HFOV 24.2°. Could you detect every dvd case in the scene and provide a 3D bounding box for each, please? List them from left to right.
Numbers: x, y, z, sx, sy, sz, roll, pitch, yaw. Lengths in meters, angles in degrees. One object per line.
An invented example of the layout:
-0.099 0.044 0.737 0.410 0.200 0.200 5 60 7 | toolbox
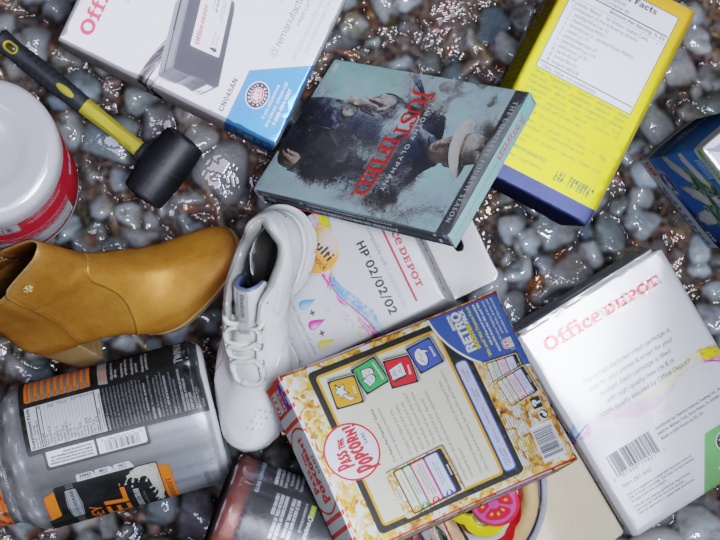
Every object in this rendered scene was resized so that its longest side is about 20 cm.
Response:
0.026 -0.099 1.362 0.200 0.022 0.146 16 65 35 | dvd case

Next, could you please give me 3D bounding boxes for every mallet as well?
-0.221 -0.142 1.420 0.066 0.041 0.200 -45 90 -1 | mallet

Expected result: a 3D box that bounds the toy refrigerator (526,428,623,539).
0.136 0.155 1.438 0.076 0.070 0.200 -32 95 -7 | toy refrigerator

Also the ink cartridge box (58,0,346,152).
-0.130 -0.207 1.398 0.200 0.084 0.145 25 89 -4 | ink cartridge box

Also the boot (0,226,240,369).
-0.209 0.006 1.352 0.201 0.144 0.071 -32 54 15 | boot

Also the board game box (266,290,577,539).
0.048 0.121 1.313 0.200 0.046 0.152 -20 77 -22 | board game box

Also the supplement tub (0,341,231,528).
-0.214 0.139 1.383 0.200 0.123 0.123 -15 93 -3 | supplement tub

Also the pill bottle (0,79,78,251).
-0.282 -0.075 1.327 0.112 0.200 0.112 1 82 -4 | pill bottle

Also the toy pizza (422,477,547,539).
0.057 0.177 1.404 0.200 0.032 0.201 7 110 20 | toy pizza

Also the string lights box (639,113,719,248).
0.304 -0.074 1.377 0.059 0.200 0.103 -39 93 -3 | string lights box

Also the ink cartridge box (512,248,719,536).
0.234 0.100 1.434 0.145 0.084 0.200 -31 94 -4 | ink cartridge box

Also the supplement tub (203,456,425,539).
-0.024 0.228 1.338 0.200 0.107 0.107 21 90 -3 | supplement tub

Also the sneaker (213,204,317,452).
-0.087 0.045 1.331 0.074 0.087 0.200 5 89 15 | sneaker

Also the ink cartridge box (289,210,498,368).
0.000 0.000 1.394 0.200 0.068 0.115 -27 82 9 | ink cartridge box

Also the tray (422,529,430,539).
0.005 0.217 1.407 0.107 0.022 0.200 3 108 21 | tray

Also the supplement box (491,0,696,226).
0.178 -0.149 1.411 0.109 0.110 0.200 27 90 -5 | supplement box
